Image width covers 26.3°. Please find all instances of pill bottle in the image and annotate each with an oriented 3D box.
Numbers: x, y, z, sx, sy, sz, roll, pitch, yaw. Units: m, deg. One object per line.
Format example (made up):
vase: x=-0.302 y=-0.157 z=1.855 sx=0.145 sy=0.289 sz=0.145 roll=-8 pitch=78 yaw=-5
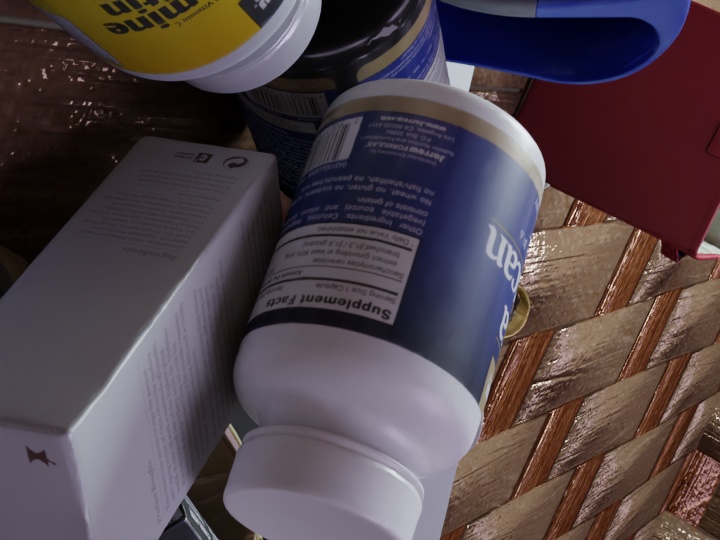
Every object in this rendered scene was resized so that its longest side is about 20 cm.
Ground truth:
pill bottle: x=0.009 y=0.024 z=0.689 sx=0.111 sy=0.111 sz=0.200 roll=74 pitch=30 yaw=-59
pill bottle: x=-0.085 y=-0.141 z=0.598 sx=0.112 sy=0.112 sz=0.200 roll=-60 pitch=157 yaw=-3
pill bottle: x=-0.009 y=-0.098 z=0.811 sx=0.112 sy=0.112 sz=0.200 roll=-54 pitch=157 yaw=-19

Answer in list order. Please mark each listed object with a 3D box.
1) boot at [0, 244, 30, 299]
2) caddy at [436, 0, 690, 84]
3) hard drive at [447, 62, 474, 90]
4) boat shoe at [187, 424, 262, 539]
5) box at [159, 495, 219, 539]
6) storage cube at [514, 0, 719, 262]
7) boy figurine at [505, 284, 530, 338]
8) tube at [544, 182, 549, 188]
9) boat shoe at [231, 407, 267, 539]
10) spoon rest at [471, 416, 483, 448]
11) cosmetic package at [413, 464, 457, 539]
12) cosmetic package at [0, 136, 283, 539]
boot: x=-0.138 y=0.039 z=0.766 sx=0.200 sy=0.066 sz=0.175 roll=-31 pitch=146 yaw=-56
caddy: x=0.080 y=-0.172 z=0.821 sx=0.141 sy=0.200 sz=0.105 roll=85 pitch=23 yaw=-50
hard drive: x=0.019 y=-0.047 z=0.998 sx=0.132 sy=0.026 sz=0.200 roll=-12 pitch=117 yaw=-62
boat shoe: x=-0.090 y=0.134 z=0.826 sx=0.074 sy=0.066 sz=0.200 roll=-16 pitch=126 yaw=-12
box: x=-0.145 y=0.207 z=0.776 sx=0.200 sy=0.050 sz=0.158 roll=-30 pitch=127 yaw=-4
storage cube: x=0.245 y=-0.123 z=1.239 sx=0.171 sy=0.180 sz=0.200 roll=0 pitch=117 yaw=-65
boy figurine: x=0.072 y=0.025 z=1.193 sx=0.200 sy=0.064 sz=0.124 roll=18 pitch=97 yaw=-64
tube: x=0.000 y=0.000 z=0.799 sx=0.200 sy=0.058 sz=0.052 roll=-30 pitch=148 yaw=-13
boat shoe: x=-0.040 y=0.139 z=0.930 sx=0.068 sy=0.074 sz=0.199 roll=13 pitch=70 yaw=-76
spoon rest: x=0.033 y=0.095 z=1.042 sx=0.061 sy=0.099 sz=0.200 roll=-13 pitch=158 yaw=-30
cosmetic package: x=-0.013 y=0.158 z=1.040 sx=0.052 sy=0.151 sz=0.200 roll=-21 pitch=137 yaw=-33
cosmetic package: x=-0.100 y=0.037 z=0.660 sx=0.200 sy=0.071 sz=0.101 roll=-60 pitch=153 yaw=-49
